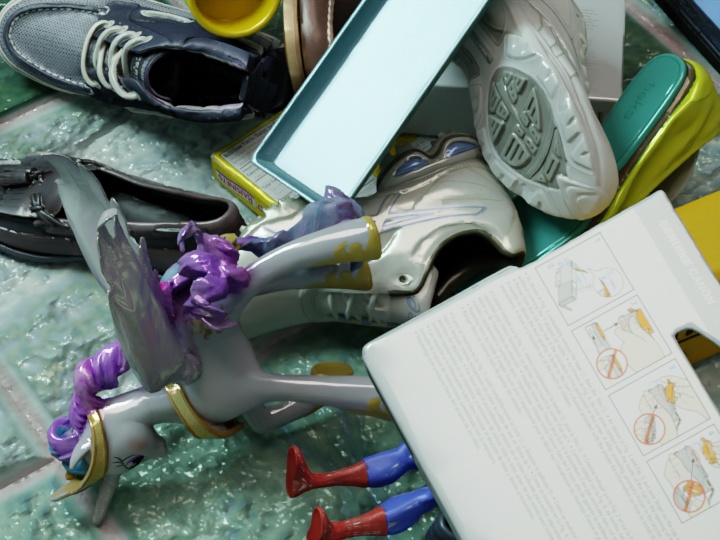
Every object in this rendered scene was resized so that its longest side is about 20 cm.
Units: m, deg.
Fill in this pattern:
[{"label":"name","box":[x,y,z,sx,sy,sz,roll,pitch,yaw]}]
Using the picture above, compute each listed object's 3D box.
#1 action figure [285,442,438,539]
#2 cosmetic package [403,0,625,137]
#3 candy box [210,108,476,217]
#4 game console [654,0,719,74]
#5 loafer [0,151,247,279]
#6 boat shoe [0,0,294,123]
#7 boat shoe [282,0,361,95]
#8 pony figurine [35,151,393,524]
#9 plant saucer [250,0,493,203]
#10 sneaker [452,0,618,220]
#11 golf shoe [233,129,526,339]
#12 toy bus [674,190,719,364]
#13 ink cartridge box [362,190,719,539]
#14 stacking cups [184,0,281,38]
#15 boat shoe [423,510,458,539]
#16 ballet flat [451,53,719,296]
[{"label":"action figure","box":[0.067,0.086,1.025,0.199,0.099,0.065,-8,48,-20]},{"label":"cosmetic package","box":[0.067,-0.153,1.232,0.198,0.052,0.152,6,53,4]},{"label":"candy box","box":[0.014,-0.087,1.227,0.200,0.027,0.102,-35,55,-26]},{"label":"game console","box":[0.287,-0.226,1.285,0.175,0.117,0.200,-20,52,-17]},{"label":"loafer","box":[-0.155,-0.040,1.163,0.199,0.063,0.072,16,51,13]},{"label":"boat shoe","box":[-0.144,-0.135,1.214,0.198,0.075,0.093,9,10,9]},{"label":"boat shoe","box":[-0.013,-0.184,1.179,0.070,0.071,0.201,-3,51,3]},{"label":"pony figurine","box":[-0.085,0.027,1.028,0.199,0.194,0.167,-16,24,-9]},{"label":"plant saucer","box":[0.021,-0.124,1.094,0.070,0.019,0.201,34,88,29]},{"label":"sneaker","box":[0.106,-0.119,1.129,0.099,0.078,0.201,-8,62,-39]},{"label":"golf shoe","box":[0.000,0.000,1.106,0.199,0.078,0.097,-28,57,-4]},{"label":"toy bus","box":[0.190,0.006,1.111,0.199,0.079,0.065,-21,52,-17]},{"label":"ink cartridge box","box":[0.121,0.086,0.962,0.173,0.044,0.201,-28,74,-5]},{"label":"stacking cups","box":[-0.096,-0.203,1.253,0.060,0.061,0.200,-11,23,-9]},{"label":"boat shoe","box":[0.131,0.143,1.000,0.199,0.069,0.084,-10,50,-8]},{"label":"ballet flat","box":[0.140,-0.037,1.148,0.200,0.067,0.067,-47,37,1]}]
